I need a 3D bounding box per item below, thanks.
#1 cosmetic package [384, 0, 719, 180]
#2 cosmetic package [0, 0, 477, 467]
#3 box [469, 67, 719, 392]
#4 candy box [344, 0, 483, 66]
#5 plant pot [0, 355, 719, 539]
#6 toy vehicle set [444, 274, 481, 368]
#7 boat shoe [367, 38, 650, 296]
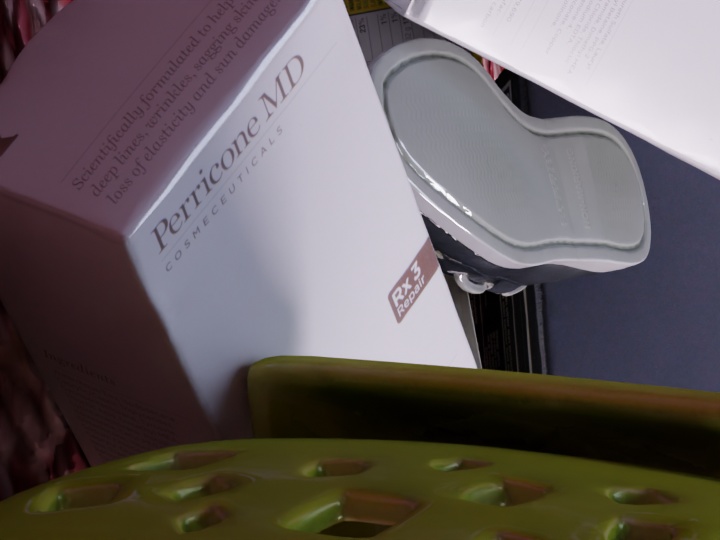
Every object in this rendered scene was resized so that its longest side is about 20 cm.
[{"bbox_3d":[0.076,-0.100,0.928,0.199,0.113,0.081,25,98,-38],"label":"cosmetic package"},{"bbox_3d":[-0.033,0.012,0.770,0.102,0.074,0.200,-53,145,-26],"label":"cosmetic package"},{"bbox_3d":[0.103,0.028,1.121,0.198,0.123,0.201,137,-50,-75],"label":"box"},{"bbox_3d":[-0.011,-0.128,0.966,0.026,0.102,0.201,4,-75,59],"label":"candy box"},{"bbox_3d":[0.024,0.129,0.658,0.181,0.198,0.201,-39,125,-51],"label":"plant pot"},{"bbox_3d":[0.037,0.075,0.977,0.201,0.026,0.125,-98,178,-48],"label":"toy vehicle set"},{"bbox_3d":[0.034,-0.026,0.918,0.200,0.060,0.076,22,56,-58],"label":"boat shoe"}]
